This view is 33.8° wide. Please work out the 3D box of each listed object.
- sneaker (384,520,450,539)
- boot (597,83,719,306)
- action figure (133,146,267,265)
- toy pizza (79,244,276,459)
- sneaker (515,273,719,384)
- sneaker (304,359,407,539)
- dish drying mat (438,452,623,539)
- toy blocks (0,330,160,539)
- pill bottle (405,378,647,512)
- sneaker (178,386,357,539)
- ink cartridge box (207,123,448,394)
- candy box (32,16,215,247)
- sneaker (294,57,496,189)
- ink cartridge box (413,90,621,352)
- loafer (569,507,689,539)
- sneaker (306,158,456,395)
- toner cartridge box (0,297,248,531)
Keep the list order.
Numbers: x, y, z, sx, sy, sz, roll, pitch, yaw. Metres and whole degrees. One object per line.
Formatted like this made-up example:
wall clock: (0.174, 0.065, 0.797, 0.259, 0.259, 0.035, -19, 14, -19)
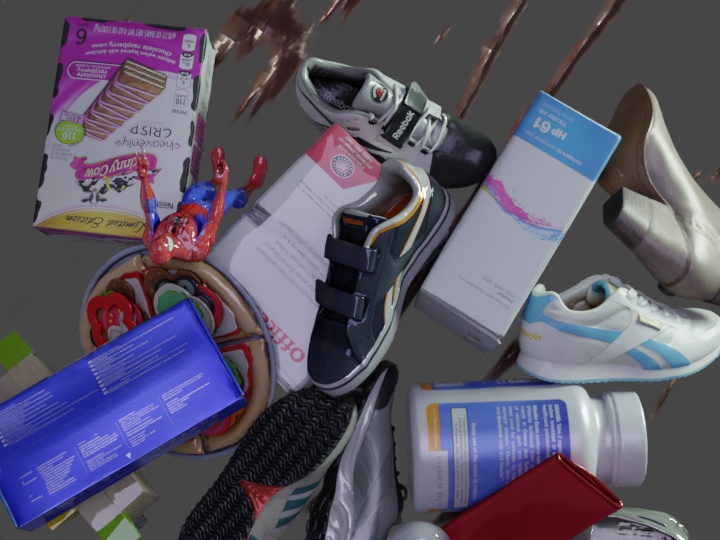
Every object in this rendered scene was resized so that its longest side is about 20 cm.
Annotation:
sneaker: (0.023, 0.308, 0.988, 0.075, 0.089, 0.201, 24, 103, -3)
boot: (0.290, -0.062, 1.078, 0.146, 0.070, 0.201, 29, 54, -16)
action figure: (-0.136, -0.076, 1.006, 0.065, 0.200, 0.100, 10, 121, 10)
toy pizza: (-0.165, 0.075, 1.027, 0.199, 0.032, 0.202, 8, 110, 22)
sneaker: (0.234, 0.048, 1.034, 0.199, 0.076, 0.081, -4, 108, -20)
sneaker: (0.006, 0.179, 1.051, 0.079, 0.074, 0.201, 14, 84, -15)
dish drying mat: (0.120, 0.219, 0.995, 0.077, 0.018, 0.200, 39, 124, -15)
toy blocks: (-0.240, 0.155, 1.021, 0.100, 0.137, 0.200, -40, 79, -10)
pill bottle: (0.141, 0.150, 1.027, 0.199, 0.112, 0.113, -2, 82, 0)
sneaker: (-0.073, 0.180, 1.031, 0.070, 0.093, 0.200, 40, 92, 17)
ink cartridge box: (-0.040, -0.005, 1.064, 0.146, 0.085, 0.200, 44, 83, 6)
candy box: (-0.215, -0.125, 1.091, 0.135, 0.061, 0.201, 6, 82, 3)
sneaker: (0.027, -0.135, 1.066, 0.199, 0.089, 0.074, 22, 80, 11)
ink cartridge box: (0.131, -0.036, 1.037, 0.084, 0.145, 0.201, 30, 83, 5)
loafer: (0.187, 0.233, 1.035, 0.199, 0.070, 0.070, -1, 85, 1)
sneaker: (0.000, 0.000, 0.973, 0.078, 0.079, 0.201, 15, 72, 44)
toner cartridge box: (-0.198, 0.113, 0.939, 0.199, 0.043, 0.095, -29, 76, -8)
